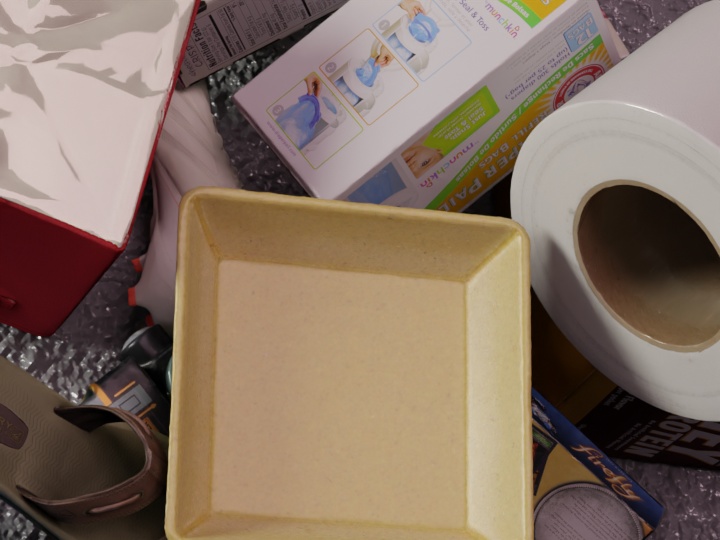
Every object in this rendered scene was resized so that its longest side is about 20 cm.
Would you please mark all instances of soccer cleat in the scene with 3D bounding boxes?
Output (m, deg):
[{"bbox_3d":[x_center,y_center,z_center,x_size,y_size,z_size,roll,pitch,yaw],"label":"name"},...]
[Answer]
[{"bbox_3d":[-0.095,-0.048,1.336,0.077,0.069,0.201,-11,57,15],"label":"soccer cleat"}]

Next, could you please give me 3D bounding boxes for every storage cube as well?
[{"bbox_3d":[-0.207,-0.091,1.236,0.170,0.180,0.201,21,68,-14],"label":"storage cube"}]

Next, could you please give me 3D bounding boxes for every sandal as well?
[{"bbox_3d":[-0.143,0.101,1.144,0.201,0.057,0.080,31,62,-39],"label":"sandal"}]

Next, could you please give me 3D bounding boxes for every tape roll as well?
[{"bbox_3d":[0.203,-0.035,1.240,0.203,0.203,0.139,48,54,6],"label":"tape roll"}]

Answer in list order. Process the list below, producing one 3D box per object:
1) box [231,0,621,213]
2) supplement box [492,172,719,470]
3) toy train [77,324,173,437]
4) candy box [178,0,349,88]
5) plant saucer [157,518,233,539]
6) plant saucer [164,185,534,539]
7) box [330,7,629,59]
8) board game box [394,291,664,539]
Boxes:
[{"bbox_3d":[0.044,-0.110,1.305,0.200,0.113,0.101,-39,60,0],"label":"box"},{"bbox_3d":[0.209,0.012,1.423,0.199,0.133,0.198,8,59,-21],"label":"supplement box"},{"bbox_3d":[-0.087,0.128,1.253,0.114,0.085,0.200,-36,84,-22],"label":"toy train"},{"bbox_3d":[-0.051,-0.215,1.357,0.199,0.061,0.137,-26,51,0],"label":"candy box"},{"bbox_3d":[-0.055,0.228,1.153,0.200,0.034,0.201,16,53,-23],"label":"plant saucer"},{"bbox_3d":[-0.008,0.064,1.198,0.199,0.048,0.201,6,71,-13],"label":"plant saucer"},{"bbox_3d":[0.066,-0.178,1.466,0.109,0.128,0.200,-19,72,-32],"label":"box"},{"bbox_3d":[0.058,0.120,1.289,0.200,0.136,0.035,43,25,2],"label":"board game box"}]
